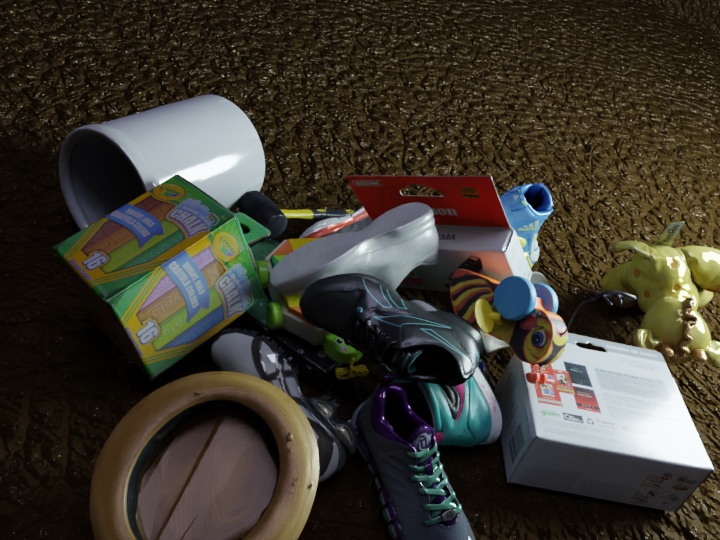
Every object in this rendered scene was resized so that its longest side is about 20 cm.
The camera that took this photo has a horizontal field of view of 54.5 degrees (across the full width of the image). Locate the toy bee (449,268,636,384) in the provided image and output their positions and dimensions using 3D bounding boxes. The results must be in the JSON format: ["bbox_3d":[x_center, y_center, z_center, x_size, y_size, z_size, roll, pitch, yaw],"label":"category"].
[{"bbox_3d":[0.172,0.061,0.746,0.130,0.110,0.200,14,-3,-25],"label":"toy bee"}]

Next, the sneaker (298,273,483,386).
[{"bbox_3d":[0.028,0.061,0.710,0.199,0.076,0.079,17,28,7],"label":"sneaker"}]

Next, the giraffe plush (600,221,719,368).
[{"bbox_3d":[0.415,0.055,0.933,0.171,0.200,0.163,-6,62,19],"label":"giraffe plush"}]

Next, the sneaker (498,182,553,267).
[{"bbox_3d":[0.217,-0.056,0.911,0.200,0.105,0.076,11,52,-57],"label":"sneaker"}]

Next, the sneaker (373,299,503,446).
[{"bbox_3d":[0.061,0.116,0.786,0.120,0.084,0.200,-1,43,-35],"label":"sneaker"}]

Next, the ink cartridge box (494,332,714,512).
[{"bbox_3d":[0.263,0.162,0.797,0.199,0.084,0.176,12,38,-6],"label":"ink cartridge box"}]

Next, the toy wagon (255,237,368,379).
[{"bbox_3d":[-0.034,0.037,0.813,0.154,0.040,0.201,-4,44,-23],"label":"toy wagon"}]

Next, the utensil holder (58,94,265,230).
[{"bbox_3d":[-0.244,-0.124,0.885,0.169,0.171,0.200,32,40,18],"label":"utensil holder"}]

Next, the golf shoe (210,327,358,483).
[{"bbox_3d":[-0.098,0.136,0.705,0.200,0.078,0.094,36,43,24],"label":"golf shoe"}]

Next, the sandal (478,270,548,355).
[{"bbox_3d":[0.199,0.053,0.885,0.054,0.082,0.199,-8,6,41],"label":"sandal"}]

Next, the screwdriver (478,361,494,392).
[{"bbox_3d":[0.150,0.107,0.875,0.029,0.028,0.200,41,28,-18],"label":"screwdriver"}]

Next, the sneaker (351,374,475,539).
[{"bbox_3d":[0.054,0.199,0.661,0.074,0.088,0.201,-19,61,-29],"label":"sneaker"}]

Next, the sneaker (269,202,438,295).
[{"bbox_3d":[0.000,0.000,0.787,0.199,0.089,0.075,-21,28,-8],"label":"sneaker"}]

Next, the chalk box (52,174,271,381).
[{"bbox_3d":[-0.191,-0.009,0.747,0.200,0.124,0.124,-39,49,-26],"label":"chalk box"}]

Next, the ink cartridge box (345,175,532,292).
[{"bbox_3d":[0.089,-0.040,0.843,0.199,0.174,0.044,5,57,34],"label":"ink cartridge box"}]

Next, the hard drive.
[{"bbox_3d":[-0.082,0.043,0.849,0.199,0.038,0.140,33,42,17],"label":"hard drive"}]

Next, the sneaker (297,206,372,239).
[{"bbox_3d":[0.005,-0.037,0.964,0.199,0.077,0.082,-22,74,-32],"label":"sneaker"}]

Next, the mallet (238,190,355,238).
[{"bbox_3d":[-0.070,-0.071,0.957,0.199,0.041,0.066,1,35,-43],"label":"mallet"}]

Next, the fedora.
[{"bbox_3d":[-0.131,0.190,0.609,0.199,0.082,0.202,1,56,-2],"label":"fedora"}]
